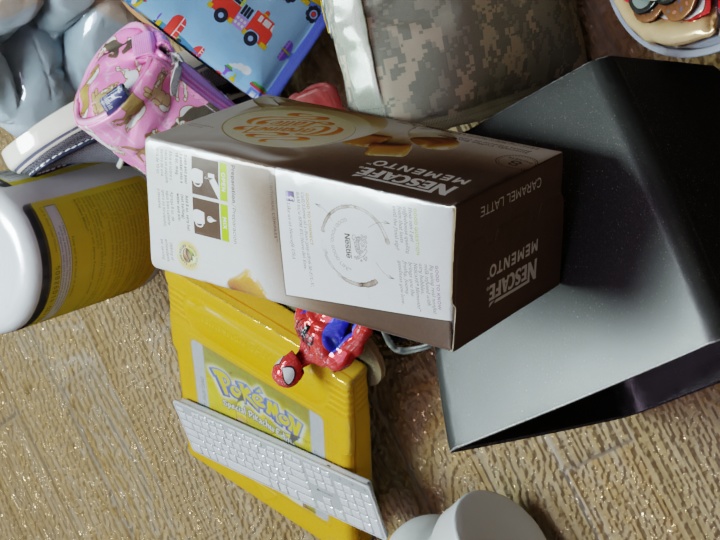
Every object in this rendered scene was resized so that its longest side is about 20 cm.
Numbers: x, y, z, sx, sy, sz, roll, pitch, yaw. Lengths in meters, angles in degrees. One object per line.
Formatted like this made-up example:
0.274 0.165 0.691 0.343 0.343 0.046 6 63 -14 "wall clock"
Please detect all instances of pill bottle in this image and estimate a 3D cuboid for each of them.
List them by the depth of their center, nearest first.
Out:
0.044 0.243 1.209 0.113 0.112 0.200 51 127 15 "pill bottle"
-0.211 -0.029 1.272 0.111 0.199 0.113 12 110 35 "pill bottle"

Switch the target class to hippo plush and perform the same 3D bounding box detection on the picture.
-0.268 -0.191 1.336 0.161 0.159 0.200 45 172 41 "hippo plush"

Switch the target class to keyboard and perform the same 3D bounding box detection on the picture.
-0.061 0.145 1.263 0.199 0.011 0.057 19 135 37 "keyboard"

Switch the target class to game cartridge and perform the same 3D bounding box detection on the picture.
-0.067 0.100 1.260 0.176 0.032 0.201 28 142 29 "game cartridge"

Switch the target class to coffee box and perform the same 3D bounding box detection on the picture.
-0.004 -0.032 0.925 0.199 0.114 0.080 15 116 33 "coffee box"

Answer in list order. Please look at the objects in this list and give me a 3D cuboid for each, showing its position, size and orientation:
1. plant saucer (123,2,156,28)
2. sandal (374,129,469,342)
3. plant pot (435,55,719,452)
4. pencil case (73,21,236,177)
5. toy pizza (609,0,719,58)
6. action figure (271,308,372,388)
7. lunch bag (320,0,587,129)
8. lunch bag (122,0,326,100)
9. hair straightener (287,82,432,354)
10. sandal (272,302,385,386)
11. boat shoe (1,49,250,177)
-0.123 -0.269 1.219 0.199 0.032 0.202 0 90 41 "plant saucer"
0.057 -0.019 1.163 0.075 0.045 0.200 58 137 21 "sandal"
0.155 -0.017 1.009 0.199 0.199 0.179 -26 76 39 "plant pot"
-0.099 -0.081 1.165 0.083 0.200 0.086 -56 31 -6 "pencil case"
0.195 -0.219 0.956 0.200 0.032 0.202 -24 61 52 "toy pizza"
0.000 0.000 1.119 0.065 0.052 0.201 47 116 28 "action figure"
0.040 -0.169 1.040 0.117 0.199 0.165 -3 102 37 "lunch bag"
-0.064 -0.233 1.124 0.150 0.094 0.201 36 91 -13 "lunch bag"
0.006 -0.023 1.049 0.077 0.041 0.201 73 171 -53 "hair straightener"
-0.045 0.014 1.241 0.211 0.070 0.078 19 137 39 "sandal"
-0.147 -0.092 1.220 0.093 0.199 0.075 62 163 -2 "boat shoe"
